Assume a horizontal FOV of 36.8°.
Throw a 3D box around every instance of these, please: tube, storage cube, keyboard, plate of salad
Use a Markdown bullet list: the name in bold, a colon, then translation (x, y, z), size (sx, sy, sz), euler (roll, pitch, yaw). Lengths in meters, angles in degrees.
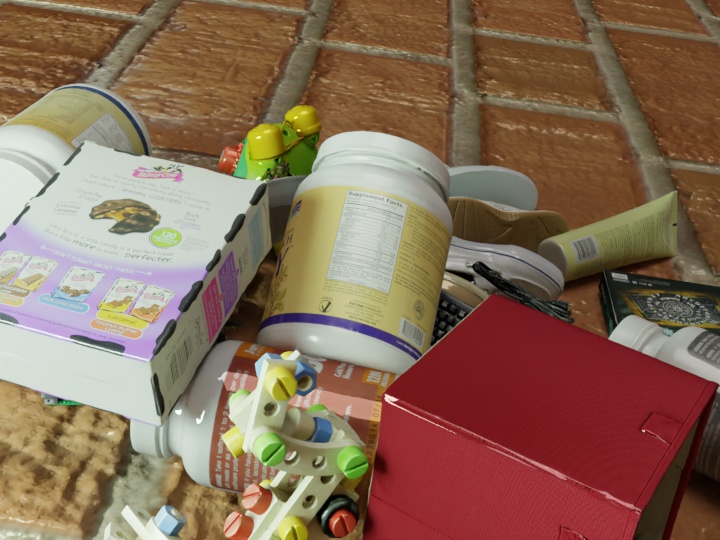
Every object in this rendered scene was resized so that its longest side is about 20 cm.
- **tube**: translation (0.288, -0.031, 1.220), size (0.198, 0.058, 0.052), euler (-16, 62, -29)
- **storage cube**: translation (0.119, 0.149, 0.747), size (0.178, 0.173, 0.200), euler (22, 33, 25)
- **keyboard**: translation (0.115, 0.053, 0.978), size (0.199, 0.021, 0.128), euler (29, 68, 14)
- **plate of salad**: translation (-0.123, -0.048, 1.021), size (0.198, 0.200, 0.048), euler (-16, 75, -35)

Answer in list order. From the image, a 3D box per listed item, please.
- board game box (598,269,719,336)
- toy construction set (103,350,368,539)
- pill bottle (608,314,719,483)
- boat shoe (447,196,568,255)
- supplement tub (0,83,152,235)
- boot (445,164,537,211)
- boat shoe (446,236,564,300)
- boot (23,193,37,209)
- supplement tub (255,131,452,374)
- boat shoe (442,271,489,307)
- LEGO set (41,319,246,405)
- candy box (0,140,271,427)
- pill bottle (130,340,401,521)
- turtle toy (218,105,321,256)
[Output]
- **board game box**: translation (0.351, 0.056, 1.113), size (0.197, 0.028, 0.136), euler (9, 30, 0)
- **toy construction set**: translation (-0.074, 0.151, 0.714), size (0.131, 0.200, 0.092), euler (35, 18, -34)
- **pill bottle**: translation (0.301, 0.115, 0.912), size (0.199, 0.112, 0.110), euler (28, 35, 31)
- **boat shoe**: translation (0.133, -0.042, 1.200), size (0.198, 0.072, 0.069), euler (6, 4, -26)
- **supplement tub**: translation (-0.310, -0.093, 1.095), size (0.143, 0.146, 0.200), euler (12, 30, 9)
- **boot**: translation (0.108, -0.105, 1.282), size (0.197, 0.074, 0.096), euler (2, 28, 4)
- **boat shoe**: translation (0.111, 0.011, 1.095), size (0.197, 0.074, 0.067), euler (15, 51, -7)
- **boot**: translation (-0.240, -0.024, 1.005), size (0.075, 0.108, 0.199), euler (29, 19, 21)
- **supplement tub**: translation (0.000, 0.000, 0.924), size (0.143, 0.146, 0.202), euler (11, 68, 6)
- **boat shoe**: translation (0.028, 0.036, 1.040), size (0.197, 0.074, 0.070), euler (12, 53, 4)
- **LEGO set**: translation (-0.194, 0.032, 0.928), size (0.197, 0.117, 0.154), euler (6, 29, -4)
- **candy box**: translation (-0.179, 0.001, 0.810), size (0.166, 0.072, 0.201), euler (13, 45, 15)
- **pill bottle**: translation (-0.066, 0.116, 0.819), size (0.197, 0.113, 0.112), euler (11, 29, 5)
- **turtle toy**: translation (-0.106, -0.087, 1.161), size (0.100, 0.148, 0.200), euler (-1, 21, 32)
